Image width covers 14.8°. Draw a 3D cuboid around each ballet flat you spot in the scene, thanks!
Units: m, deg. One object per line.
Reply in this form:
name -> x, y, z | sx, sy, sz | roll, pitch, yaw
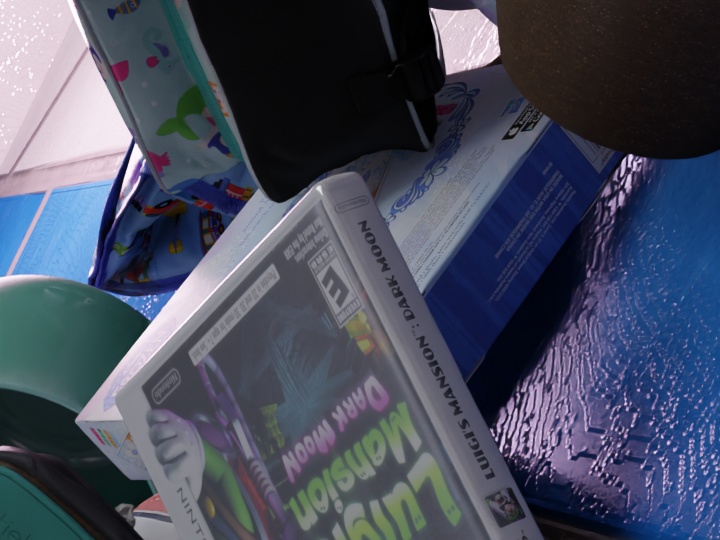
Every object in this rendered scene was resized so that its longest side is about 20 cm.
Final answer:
ballet flat -> -0.085, 0.146, 1.119 | 0.073, 0.200, 0.073 | -45, -8, -8

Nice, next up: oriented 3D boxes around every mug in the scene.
mug -> -0.136, 0.079, 1.297 | 0.114, 0.185, 0.152 | -74, -16, -55

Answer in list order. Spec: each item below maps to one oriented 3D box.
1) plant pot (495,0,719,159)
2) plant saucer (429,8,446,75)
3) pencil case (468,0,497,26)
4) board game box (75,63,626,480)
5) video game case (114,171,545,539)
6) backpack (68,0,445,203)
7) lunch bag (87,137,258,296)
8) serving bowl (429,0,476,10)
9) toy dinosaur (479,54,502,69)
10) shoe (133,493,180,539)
plant pot -> 0.120, -0.142, 0.928 | 0.187, 0.187, 0.200 | -81, 8, -52
plant saucer -> -0.009, -0.048, 1.408 | 0.201, 0.039, 0.201 | -38, 38, 38
pencil case -> 0.108, -0.176, 1.083 | 0.200, 0.083, 0.091 | -47, -8, -1
board game box -> 0.000, 0.000, 1.131 | 0.199, 0.043, 0.200 | -4, 43, 56
video game case -> -0.010, 0.086, 0.995 | 0.023, 0.182, 0.200 | -19, -14, -34
backpack -> -0.046, -0.137, 1.149 | 0.150, 0.178, 0.200 | -16, 31, 11
lunch bag -> -0.071, -0.072, 1.342 | 0.200, 0.094, 0.151 | -33, 38, 65
serving bowl -> 0.088, -0.208, 1.345 | 0.200, 0.066, 0.200 | -56, 16, 25
toy dinosaur -> 0.111, -0.147, 1.211 | 0.200, 0.058, 0.101 | -55, -1, 0
shoe -> -0.035, 0.100, 1.165 | 0.200, 0.071, 0.091 | -9, 42, 55
